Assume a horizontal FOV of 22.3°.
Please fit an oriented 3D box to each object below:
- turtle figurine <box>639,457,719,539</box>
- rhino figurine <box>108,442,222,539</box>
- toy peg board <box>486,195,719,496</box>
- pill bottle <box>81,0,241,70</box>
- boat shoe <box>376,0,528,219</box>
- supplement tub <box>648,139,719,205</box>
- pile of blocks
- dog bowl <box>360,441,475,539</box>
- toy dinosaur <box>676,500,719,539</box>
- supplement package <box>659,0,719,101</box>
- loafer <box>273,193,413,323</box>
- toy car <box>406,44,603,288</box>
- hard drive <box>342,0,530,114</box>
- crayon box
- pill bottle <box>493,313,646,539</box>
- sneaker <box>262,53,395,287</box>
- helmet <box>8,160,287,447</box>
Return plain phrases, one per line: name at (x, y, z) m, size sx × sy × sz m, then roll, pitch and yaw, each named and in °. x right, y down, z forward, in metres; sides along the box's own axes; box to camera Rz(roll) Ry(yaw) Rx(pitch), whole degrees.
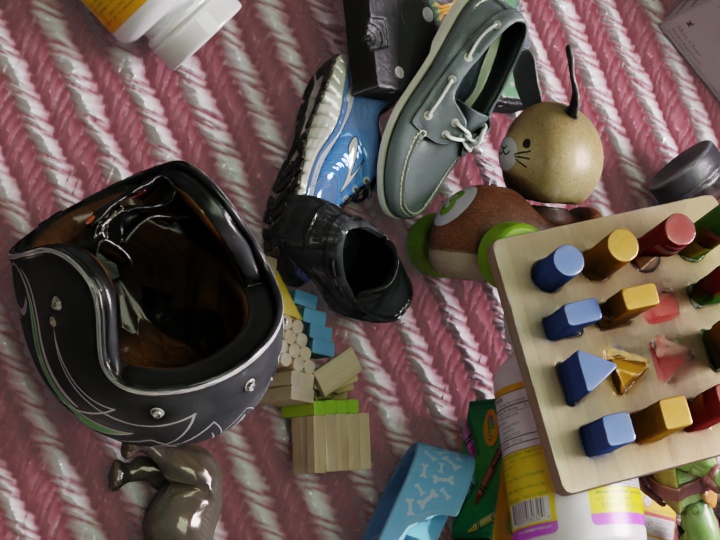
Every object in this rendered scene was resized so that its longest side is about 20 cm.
turtle figurine at (0.312, 0.179, 1.495) m, size 0.199 × 0.144 × 0.195 m, roll -15°, pitch 111°, yaw -31°
rhino figurine at (-0.150, 0.226, 1.402) m, size 0.087 × 0.060 × 0.202 m, roll 7°, pitch 80°, yaw -23°
toy peg board at (0.224, 0.043, 1.372) m, size 0.198 × 0.098 × 0.201 m, roll -11°, pitch 77°, yaw -19°
pill bottle at (-0.188, -0.258, 1.442) m, size 0.200 × 0.109 × 0.109 m, roll 48°, pitch 66°, yaw -10°
boat shoe at (0.076, -0.129, 1.488) m, size 0.073 × 0.062 × 0.201 m, roll 19°, pitch 97°, yaw -50°
supplement tub at (0.346, -0.019, 1.647) m, size 0.107 × 0.107 × 0.200 m, roll -42°, pitch 100°, yaw -25°
pile of blocks at (-0.055, 0.076, 1.476) m, size 0.082 × 0.062 × 0.201 m, roll -29°, pitch 101°, yaw -38°
dog bowl at (0.027, 0.227, 1.459) m, size 0.049 × 0.112 × 0.201 m, roll 27°, pitch 70°, yaw -4°
toy dinosaur at (0.363, 0.252, 1.616) m, size 0.135 × 0.102 × 0.201 m, roll 8°, pitch 48°, yaw -43°
supplement package at (0.412, -0.213, 1.710) m, size 0.200 × 0.111 × 0.156 m, roll 49°, pitch 65°, yaw -9°
loafer at (0.000, 0.000, 1.455) m, size 0.068 × 0.070 × 0.201 m, roll -65°, pitch 150°, yaw -10°
toy car at (0.139, -0.085, 1.508) m, size 0.157 × 0.164 × 0.202 m, roll 5°, pitch 92°, yaw -24°
hard drive at (0.066, -0.210, 1.557) m, size 0.199 × 0.038 × 0.141 m, roll 0°, pitch 81°, yaw -44°
crayon box at (0.178, 0.186, 1.545) m, size 0.199 × 0.058 × 0.120 m, roll 17°, pitch 74°, yaw -30°
pill bottle at (0.161, 0.127, 1.439) m, size 0.104 × 0.104 × 0.201 m, roll 1°, pitch 73°, yaw -24°
sneaker at (-0.017, -0.077, 1.506) m, size 0.089 × 0.078 × 0.201 m, roll 24°, pitch 72°, yaw -16°
helmet at (-0.154, 0.036, 1.355) m, size 0.200 × 0.200 × 0.192 m, roll -34°, pitch 105°, yaw -26°
